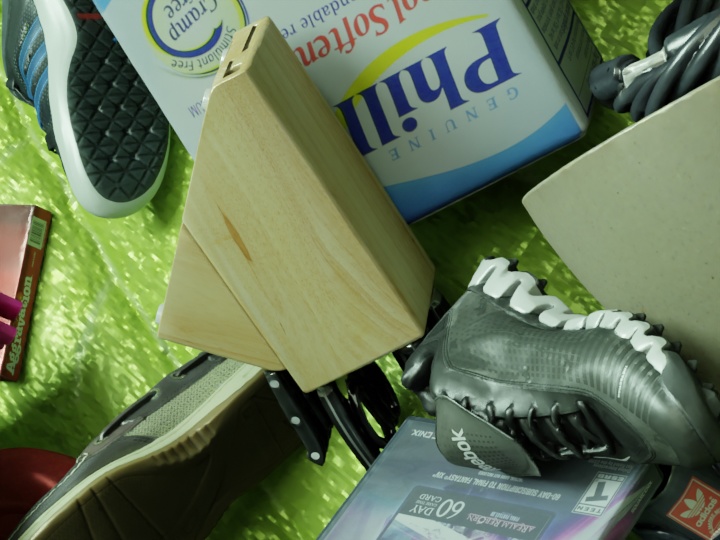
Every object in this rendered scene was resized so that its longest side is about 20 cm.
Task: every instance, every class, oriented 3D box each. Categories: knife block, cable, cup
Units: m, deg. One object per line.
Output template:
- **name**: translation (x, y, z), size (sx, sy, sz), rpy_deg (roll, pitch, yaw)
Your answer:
- **knife block**: translation (0.000, 0.000, 0.904), size (0.175, 0.064, 0.201), rpy_deg (14, 121, -2)
- **cable**: translation (0.191, -0.138, 0.860), size (0.200, 0.163, 0.051), rpy_deg (-37, 89, -5)
- **cup**: translation (0.189, -0.015, 0.816), size (0.200, 0.200, 0.144), rpy_deg (-30, 85, 19)

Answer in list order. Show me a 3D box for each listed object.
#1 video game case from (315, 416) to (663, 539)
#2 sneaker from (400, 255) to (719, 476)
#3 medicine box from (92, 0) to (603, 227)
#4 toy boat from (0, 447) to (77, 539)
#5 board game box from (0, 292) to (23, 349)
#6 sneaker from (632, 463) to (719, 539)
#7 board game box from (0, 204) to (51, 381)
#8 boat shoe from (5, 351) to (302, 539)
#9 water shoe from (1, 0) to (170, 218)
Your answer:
- **video game case**: translation (0.021, 0.145, 0.808), size (0.142, 0.019, 0.200), rpy_deg (5, 45, 45)
- **sneaker**: translation (0.079, 0.057, 0.807), size (0.090, 0.067, 0.200), rpy_deg (-42, 26, -10)
- **medicine box**: translation (-0.008, -0.127, 0.940), size (0.182, 0.103, 0.200), rpy_deg (-26, 106, 21)
- **toy boat**: translation (-0.178, 0.187, 0.982), size (0.130, 0.131, 0.201), rpy_deg (-21, 66, 23)
- **board game box**: translation (-0.240, 0.132, 1.006), size (0.200, 0.026, 0.200), rpy_deg (-55, 19, 26)
- **sneaker**: translation (0.165, 0.113, 0.836), size (0.200, 0.084, 0.075), rpy_deg (34, 93, 33)
- **board game box**: translation (-0.278, 0.009, 1.160), size (0.199, 0.019, 0.103), rpy_deg (2, 75, 30)
- **boat shoe**: translation (-0.103, 0.102, 0.976), size (0.200, 0.073, 0.065), rpy_deg (-35, 32, -25)
- **water shoe**: translation (-0.164, -0.111, 1.115), size (0.079, 0.071, 0.201), rpy_deg (-39, 57, 46)
